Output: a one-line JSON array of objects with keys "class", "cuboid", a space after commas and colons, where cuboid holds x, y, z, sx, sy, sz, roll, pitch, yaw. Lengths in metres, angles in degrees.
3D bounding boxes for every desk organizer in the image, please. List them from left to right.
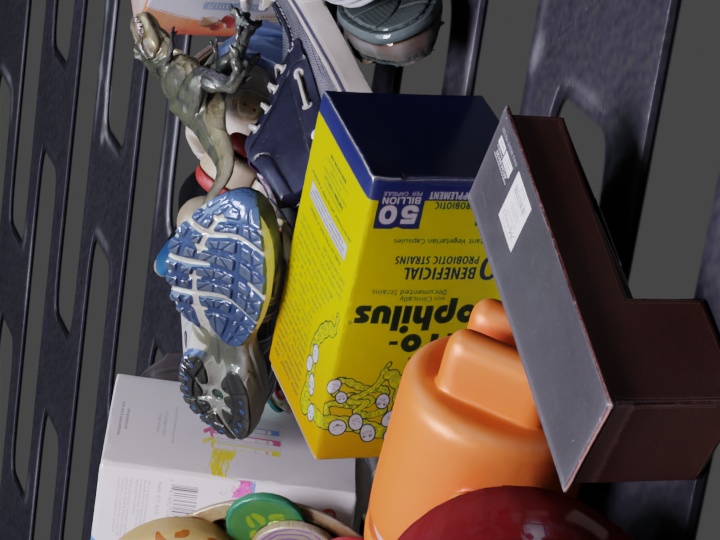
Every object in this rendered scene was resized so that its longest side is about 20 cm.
[{"class": "desk organizer", "cuboid": [0.124, 0.012, 1.316, 0.072, 0.076, 0.201, 112, 151, -45]}]

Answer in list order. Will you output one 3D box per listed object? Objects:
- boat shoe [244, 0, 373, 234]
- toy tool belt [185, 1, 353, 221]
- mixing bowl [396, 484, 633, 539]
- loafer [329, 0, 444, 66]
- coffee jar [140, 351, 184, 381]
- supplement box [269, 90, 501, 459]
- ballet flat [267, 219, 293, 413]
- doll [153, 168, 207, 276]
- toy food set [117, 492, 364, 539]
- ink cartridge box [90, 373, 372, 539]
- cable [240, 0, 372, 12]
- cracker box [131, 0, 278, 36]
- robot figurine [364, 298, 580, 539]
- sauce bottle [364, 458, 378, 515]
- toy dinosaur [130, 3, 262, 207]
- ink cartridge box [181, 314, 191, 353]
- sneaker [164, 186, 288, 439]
[{"class": "boat shoe", "cuboid": [-0.042, -0.110, 1.644, 0.201, 0.092, 0.075, 63, 180, 44]}, {"class": "toy tool belt", "cuboid": [-0.062, -0.124, 1.758, 0.123, 0.124, 0.200, -58, 6, 15]}, {"class": "mixing bowl", "cuboid": [0.079, 0.186, 1.308, 0.109, 0.198, 0.201, -92, 13, -57]}, {"class": "loafer", "cuboid": [0.018, -0.167, 1.654, 0.200, 0.071, 0.063, -121, 9, -63]}, {"class": "coffee jar", "cuboid": [-0.132, 0.169, 2.010, 0.104, 0.085, 0.202, 128, 138, -64]}, {"class": "supplement box", "cuboid": [0.024, 0.004, 1.550, 0.110, 0.108, 0.201, -118, 34, -53]}, {"class": "ballet flat", "cuboid": [-0.050, 0.013, 1.791, 0.076, 0.064, 0.201, 52, -161, -41]}, {"class": "doll", "cuboid": [-0.111, -0.054, 1.893, 0.137, 0.048, 0.200, -59, 4, 12]}, {"class": "toy food set", "cuboid": [-0.063, 0.235, 1.676, 0.049, 0.196, 0.201, -83, -22, -65]}, {"class": "ink cartridge box", "cuboid": [-0.083, 0.168, 1.744, 0.125, 0.198, 0.129, -91, 10, -64]}, {"class": "cable", "cuboid": [0.005, -0.264, 1.583, 0.200, 0.069, 0.201, -38, 36, 45]}, {"class": "cracker box", "cuboid": [-0.077, -0.240, 1.793, 0.200, 0.133, 0.058, 122, 143, -56]}, {"class": "robot figurine", "cuboid": [0.065, 0.117, 1.421, 0.144, 0.116, 0.201, -115, 32, -52]}, {"class": "sauce bottle", "cuboid": [0.040, 0.169, 1.565, 0.066, 0.065, 0.201, 109, 152, -42]}, {"class": "toy dinosaur", "cuboid": [-0.099, -0.124, 1.678, 0.088, 0.047, 0.201, -51, 38, 22]}, {"class": "ink cartridge box", "cuboid": [-0.086, 0.088, 1.912, 0.116, 0.066, 0.202, 146, 122, -65]}, {"class": "sneaker", "cuboid": [-0.075, 0.013, 1.644, 0.077, 0.085, 0.201, 28, 139, 19]}]
